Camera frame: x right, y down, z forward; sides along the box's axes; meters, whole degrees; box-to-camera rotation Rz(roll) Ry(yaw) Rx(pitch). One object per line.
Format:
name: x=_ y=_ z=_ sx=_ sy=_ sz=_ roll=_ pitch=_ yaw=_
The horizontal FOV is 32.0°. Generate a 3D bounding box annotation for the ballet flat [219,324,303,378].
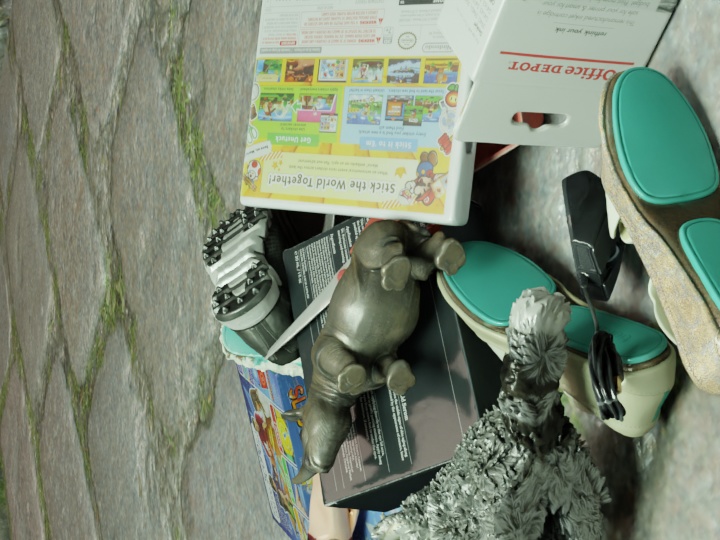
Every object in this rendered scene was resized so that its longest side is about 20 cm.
ballet flat: x=-0.020 y=0.062 z=1.038 sx=0.200 sy=0.072 sz=0.072 roll=9 pitch=101 yaw=23

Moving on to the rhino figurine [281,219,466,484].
rhino figurine: x=-0.001 y=0.055 z=0.834 sx=0.200 sy=0.060 sz=0.087 roll=-66 pitch=23 yaw=9

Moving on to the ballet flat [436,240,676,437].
ballet flat: x=0.117 y=0.044 z=0.788 sx=0.200 sy=0.069 sz=0.070 roll=35 pitch=121 yaw=51

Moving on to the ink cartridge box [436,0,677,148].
ink cartridge box: x=0.121 y=-0.171 z=0.727 sx=0.067 sy=0.116 sz=0.200 roll=-114 pitch=35 yaw=-42

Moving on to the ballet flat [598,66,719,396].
ballet flat: x=0.169 y=-0.020 z=0.686 sx=0.067 sy=0.068 sz=0.200 roll=112 pitch=150 yaw=-53

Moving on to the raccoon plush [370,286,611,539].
raccoon plush: x=0.078 y=0.106 z=0.765 sx=0.134 sy=0.097 sz=0.200 roll=10 pitch=89 yaw=55

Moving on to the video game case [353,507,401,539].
video game case: x=0.049 y=0.232 z=0.968 sx=0.181 sy=0.045 sz=0.200 roll=122 pitch=140 yaw=-51

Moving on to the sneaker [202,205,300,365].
sneaker: x=-0.078 y=0.014 z=1.009 sx=0.091 sy=0.066 sz=0.200 roll=54 pitch=-171 yaw=-26

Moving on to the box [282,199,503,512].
box: x=0.033 y=0.057 z=0.903 sx=0.141 sy=0.079 sz=0.200 roll=-26 pitch=63 yaw=33

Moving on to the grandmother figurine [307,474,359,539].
grandmother figurine: x=-0.022 y=0.212 z=1.008 sx=0.121 sy=0.060 sz=0.200 roll=-64 pitch=-25 yaw=-79

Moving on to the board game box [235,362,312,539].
board game box: x=-0.066 y=0.162 z=1.160 sx=0.135 sy=0.034 sz=0.200 roll=29 pitch=133 yaw=63

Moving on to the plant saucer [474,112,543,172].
plant saucer: x=0.072 y=-0.158 z=0.931 sx=0.200 sy=0.037 sz=0.200 roll=151 pitch=116 yaw=-62

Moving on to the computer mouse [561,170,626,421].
computer mouse: x=0.140 y=0.009 z=0.712 sx=0.200 sy=0.034 sz=0.059 roll=-86 pitch=-17 yaw=-49

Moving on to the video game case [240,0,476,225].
video game case: x=0.000 y=-0.129 z=0.885 sx=0.200 sy=0.023 sz=0.182 roll=7 pitch=91 yaw=39

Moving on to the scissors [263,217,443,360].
scissors: x=0.000 y=0.000 z=0.886 sx=0.073 sy=0.014 sz=0.200 roll=41 pitch=102 yaw=36

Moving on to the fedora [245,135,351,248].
fedora: x=-0.027 y=-0.071 z=1.080 sx=0.200 sy=0.090 sz=0.177 roll=55 pitch=139 yaw=46
